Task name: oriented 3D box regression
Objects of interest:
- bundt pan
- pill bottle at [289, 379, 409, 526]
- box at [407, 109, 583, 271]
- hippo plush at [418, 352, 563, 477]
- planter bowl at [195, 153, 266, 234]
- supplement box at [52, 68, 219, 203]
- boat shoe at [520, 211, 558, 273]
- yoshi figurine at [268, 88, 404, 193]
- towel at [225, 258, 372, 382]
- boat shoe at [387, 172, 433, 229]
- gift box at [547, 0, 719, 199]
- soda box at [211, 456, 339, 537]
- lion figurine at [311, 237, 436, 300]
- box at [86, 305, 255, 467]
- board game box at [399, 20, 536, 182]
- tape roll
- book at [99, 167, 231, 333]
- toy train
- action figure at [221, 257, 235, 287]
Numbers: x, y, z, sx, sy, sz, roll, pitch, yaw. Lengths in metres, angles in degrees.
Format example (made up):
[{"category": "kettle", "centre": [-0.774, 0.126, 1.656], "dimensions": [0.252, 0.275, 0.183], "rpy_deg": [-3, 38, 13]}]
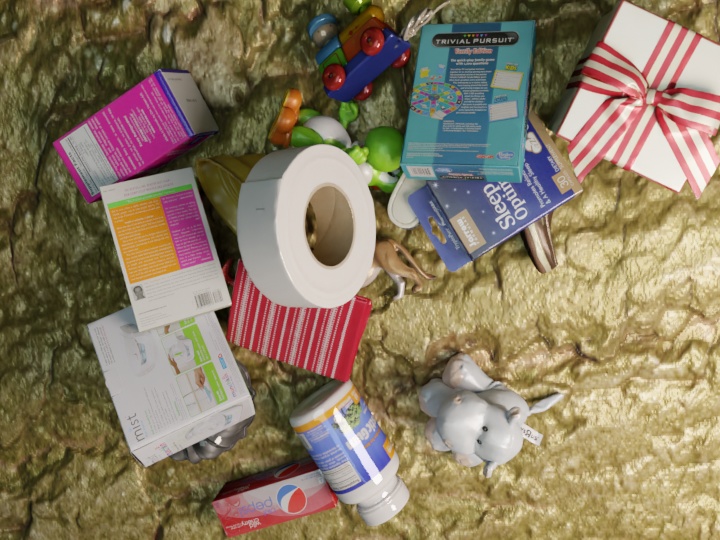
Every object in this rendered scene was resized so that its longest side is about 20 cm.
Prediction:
[{"category": "bundt pan", "centre": [-0.267, 0.212, 1.129], "dimensions": [0.197, 0.076, 0.206], "rpy_deg": [2, 102, 9]}, {"category": "pill bottle", "centre": [-0.011, 0.273, 1.075], "dimensions": [0.111, 0.112, 0.202], "rpy_deg": [-31, 96, 15]}, {"category": "box", "centre": [0.170, -0.099, 0.930], "dimensions": [0.198, 0.032, 0.122], "rpy_deg": [-33, 85, 7]}, {"category": "hippo plush", "centre": [0.168, 0.230, 1.007], "dimensions": [0.197, 0.161, 0.162], "rpy_deg": [23, 105, 4]}, {"category": "planter bowl", "centre": [-0.134, -0.100, 1.008], "dimensions": [0.201, 0.200, 0.083], "rpy_deg": [47, 70, -2]}, {"category": "supplement box", "centre": [-0.321, -0.193, 1.035], "dimensions": [0.197, 0.101, 0.105], "rpy_deg": [-27, 98, 16]}, {"category": "boat shoe", "centre": [0.240, -0.100, 0.969], "dimensions": [0.074, 0.075, 0.206], "rpy_deg": [-19, 98, 8]}, {"category": "yoshi figurine", "centre": [-0.018, -0.181, 0.978], "dimensions": [0.197, 0.112, 0.114], "rpy_deg": [25, 86, -13]}, {"category": "towel", "centre": [-0.091, 0.071, 1.026], "dimensions": [0.196, 0.023, 0.147], "rpy_deg": [18, 117, 5]}, {"category": "boat shoe", "centre": [0.106, -0.146, 0.985], "dimensions": [0.074, 0.062, 0.203], "rpy_deg": [28, 98, 11]}, {"category": "gift box", "centre": [0.338, -0.192, 0.871], "dimensions": [0.181, 0.187, 0.203], "rpy_deg": [21, 104, 5]}, {"category": "soda box", "centre": [-0.131, 0.356, 1.141], "dimensions": [0.197, 0.063, 0.071], "rpy_deg": [-21, 98, 13]}, {"category": "lion figurine", "centre": [0.000, 0.000, 1.044], "dimensions": [0.197, 0.072, 0.124], "rpy_deg": [-24, 88, 0]}, {"category": "box", "centre": [-0.269, 0.142, 1.026], "dimensions": [0.174, 0.097, 0.202], "rpy_deg": [-24, 67, -14]}, {"category": "board game box", "centre": [0.140, -0.216, 0.916], "dimensions": [0.148, 0.047, 0.204], "rpy_deg": [5, 73, 19]}, {"category": "tape roll", "centre": [-0.064, -0.055, 0.910], "dimensions": [0.070, 0.201, 0.207], "rpy_deg": [0, 104, 37]}, {"category": "book", "centre": [-0.270, -0.030, 1.003], "dimensions": [0.131, 0.048, 0.204], "rpy_deg": [-16, 86, -16]}, {"category": "toy train", "centre": [0.018, -0.324, 0.937], "dimensions": [0.199, 0.084, 0.117], "rpy_deg": [-36, 71, 29]}, {"category": "action figure", "centre": [-0.119, 0.049, 1.068], "dimensions": [0.199, 0.065, 0.052], "rpy_deg": [37, 84, -7]}]
